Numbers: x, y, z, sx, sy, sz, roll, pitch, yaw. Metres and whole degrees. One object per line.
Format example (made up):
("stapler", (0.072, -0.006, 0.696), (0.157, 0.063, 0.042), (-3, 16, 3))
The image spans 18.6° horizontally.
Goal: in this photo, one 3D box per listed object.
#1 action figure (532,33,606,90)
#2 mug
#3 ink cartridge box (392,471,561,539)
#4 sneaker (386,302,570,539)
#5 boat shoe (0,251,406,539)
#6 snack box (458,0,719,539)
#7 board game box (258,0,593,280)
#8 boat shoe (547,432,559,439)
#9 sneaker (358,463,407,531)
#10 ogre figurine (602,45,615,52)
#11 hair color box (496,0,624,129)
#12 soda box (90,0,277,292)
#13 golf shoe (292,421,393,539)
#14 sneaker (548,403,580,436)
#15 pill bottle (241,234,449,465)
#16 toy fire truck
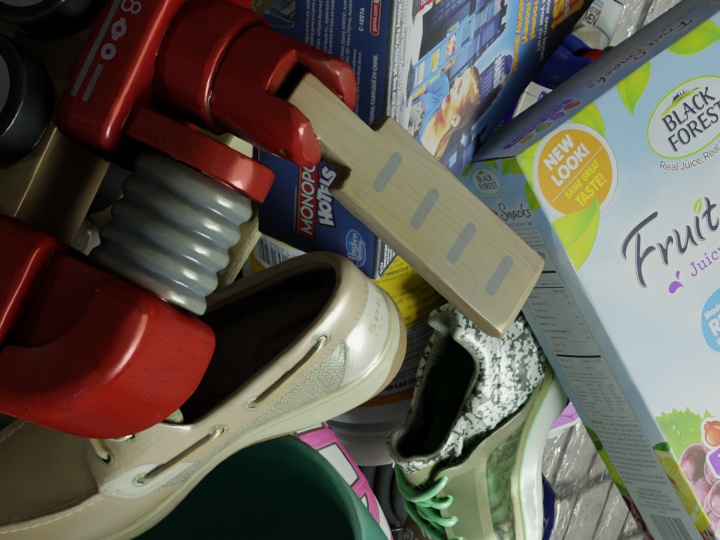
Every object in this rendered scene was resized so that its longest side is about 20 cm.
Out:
("action figure", (0.095, -0.074, 1.056), (0.065, 0.199, 0.100), (-29, 141, -55))
("mug", (-0.061, 0.166, 0.900), (0.185, 0.152, 0.115), (-44, 143, -8))
("ink cartridge box", (0.042, 0.172, 1.238), (0.200, 0.040, 0.201), (-123, -132, -69))
("sneaker", (0.037, 0.085, 0.994), (0.088, 0.077, 0.202), (-9, 119, -42))
("boat shoe", (-0.080, 0.051, 0.859), (0.199, 0.073, 0.065), (-26, 148, 11))
("snack box", (0.156, -0.004, 0.955), (0.168, 0.068, 0.201), (-36, 103, -24))
("board game box", (0.039, -0.133, 0.887), (0.200, 0.061, 0.201), (-43, 147, -45))
("boat shoe", (0.084, 0.079, 1.358), (0.086, 0.074, 0.204), (-30, 129, -60))
("sneaker", (0.012, 0.122, 1.188), (0.071, 0.099, 0.200), (-59, 158, -22))
("ogre figurine", (0.152, -0.063, 1.161), (0.120, 0.098, 0.201), (-27, 137, -61))
("hair color box", (0.066, -0.067, 1.173), (0.201, 0.064, 0.109), (-67, 159, 6))
("soda box", (-0.040, -0.097, 0.909), (0.201, 0.064, 0.068), (-59, 156, -17))
("golf shoe", (-0.036, 0.086, 1.006), (0.092, 0.072, 0.201), (-92, 158, -48))
("sneaker", (0.141, 0.019, 1.104), (0.200, 0.073, 0.115), (-28, 158, -18))
("pill bottle", (0.000, 0.000, 1.027), (0.111, 0.110, 0.201), (-51, 153, -32))
("toy fire truck", (-0.053, -0.013, 0.779), (0.177, 0.199, 0.129), (-65, 157, -4))
